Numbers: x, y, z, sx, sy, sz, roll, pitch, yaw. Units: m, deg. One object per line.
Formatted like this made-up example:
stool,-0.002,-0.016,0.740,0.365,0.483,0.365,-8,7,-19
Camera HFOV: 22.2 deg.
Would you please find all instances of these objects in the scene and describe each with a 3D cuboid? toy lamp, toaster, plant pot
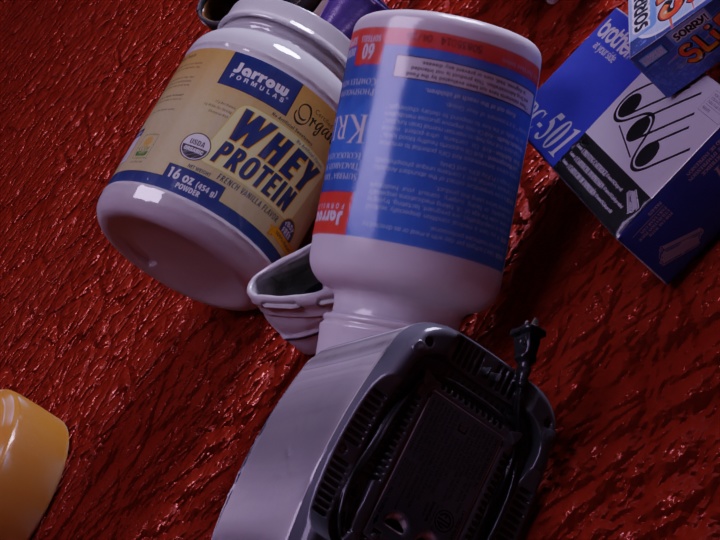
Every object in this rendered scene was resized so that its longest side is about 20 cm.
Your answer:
toy lamp,0.044,-0.261,1.475,0.200,0.058,0.058,-46,23,11
toaster,0.009,0.108,0.926,0.129,0.114,0.200,-11,49,61
plant pot,-0.368,0.157,1.479,0.200,0.183,0.200,-42,25,24

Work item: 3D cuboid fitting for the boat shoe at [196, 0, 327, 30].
boat shoe,-0.083,-0.247,1.682,0.200,0.068,0.072,-9,46,57

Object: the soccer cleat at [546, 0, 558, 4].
soccer cleat,0.111,-0.236,1.290,0.086,0.070,0.200,-51,23,2

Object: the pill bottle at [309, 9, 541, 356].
pill bottle,0.032,-0.038,1.043,0.112,0.112,0.200,0,78,62

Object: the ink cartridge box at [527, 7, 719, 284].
ink cartridge box,0.153,-0.073,1.004,0.094,0.044,0.200,-47,23,9

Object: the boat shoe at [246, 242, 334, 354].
boat shoe,0.000,0.000,1.160,0.200,0.065,0.074,-29,32,43

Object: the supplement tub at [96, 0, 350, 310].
supplement tub,-0.088,-0.087,1.355,0.144,0.144,0.200,-11,47,58

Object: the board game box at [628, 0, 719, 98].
board game box,0.206,-0.194,0.993,0.135,0.034,0.200,-36,27,30
